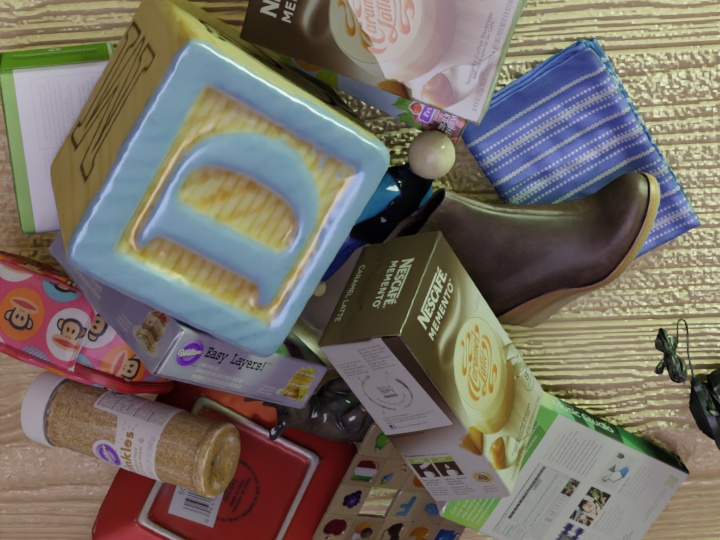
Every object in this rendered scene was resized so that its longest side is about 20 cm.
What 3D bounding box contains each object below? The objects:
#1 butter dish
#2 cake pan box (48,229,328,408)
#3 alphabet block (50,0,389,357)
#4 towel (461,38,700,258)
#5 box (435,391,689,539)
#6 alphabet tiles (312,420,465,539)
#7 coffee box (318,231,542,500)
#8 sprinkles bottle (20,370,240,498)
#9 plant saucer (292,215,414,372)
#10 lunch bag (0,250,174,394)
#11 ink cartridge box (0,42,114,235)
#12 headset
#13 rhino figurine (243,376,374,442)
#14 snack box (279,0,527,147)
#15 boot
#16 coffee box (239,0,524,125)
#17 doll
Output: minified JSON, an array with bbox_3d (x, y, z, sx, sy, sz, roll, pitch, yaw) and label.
[{"bbox_3d":[-0.132,0.218,1.312,0.198,0.148,0.201,27,72,-4],"label":"butter dish"},{"bbox_3d":[-0.148,0.032,1.167,0.184,0.200,0.053,24,104,-49],"label":"cake pan box"},{"bbox_3d":[-0.120,-0.082,1.100,0.194,0.200,0.197,29,102,-26],"label":"alphabet block"},{"bbox_3d":[0.189,-0.087,1.198,0.144,0.024,0.201,-30,106,19],"label":"towel"},{"bbox_3d":[0.188,0.201,1.284,0.199,0.036,0.145,25,109,-20],"label":"box"},{"bbox_3d":[0.070,0.194,1.282,0.199,0.008,0.168,12,115,-35],"label":"alphabet tiles"},{"bbox_3d":[0.063,0.083,1.132,0.079,0.115,0.201,-9,131,35],"label":"coffee box"},{"bbox_3d":[-0.206,0.144,1.222,0.198,0.068,0.069,13,116,24],"label":"sprinkles bottle"},{"bbox_3d":[0.000,0.000,1.256,0.198,0.032,0.202,3,113,7],"label":"plant saucer"},{"bbox_3d":[-0.256,0.045,1.237,0.198,0.176,0.083,22,92,15],"label":"lunch bag"},{"bbox_3d":[-0.210,-0.123,1.212,0.198,0.076,0.149,-8,113,-12],"label":"ink cartridge box"},{"bbox_3d":[0.342,0.108,1.222,0.199,0.094,0.124,30,114,-18],"label":"headset"},{"bbox_3d":[-0.013,0.126,1.258,0.198,0.060,0.088,5,147,-24],"label":"rhino figurine"},{"bbox_3d":[0.049,-0.231,1.126,0.167,0.068,0.201,27,110,0],"label":"snack box"},{"bbox_3d":[0.137,-0.032,1.160,0.165,0.073,0.200,23,127,-28],"label":"boot"},{"bbox_3d":[0.020,-0.203,1.061,0.198,0.080,0.115,20,110,6],"label":"coffee box"},{"bbox_3d":[0.006,-0.045,1.156,0.200,0.136,0.049,-40,76,29],"label":"doll"}]
